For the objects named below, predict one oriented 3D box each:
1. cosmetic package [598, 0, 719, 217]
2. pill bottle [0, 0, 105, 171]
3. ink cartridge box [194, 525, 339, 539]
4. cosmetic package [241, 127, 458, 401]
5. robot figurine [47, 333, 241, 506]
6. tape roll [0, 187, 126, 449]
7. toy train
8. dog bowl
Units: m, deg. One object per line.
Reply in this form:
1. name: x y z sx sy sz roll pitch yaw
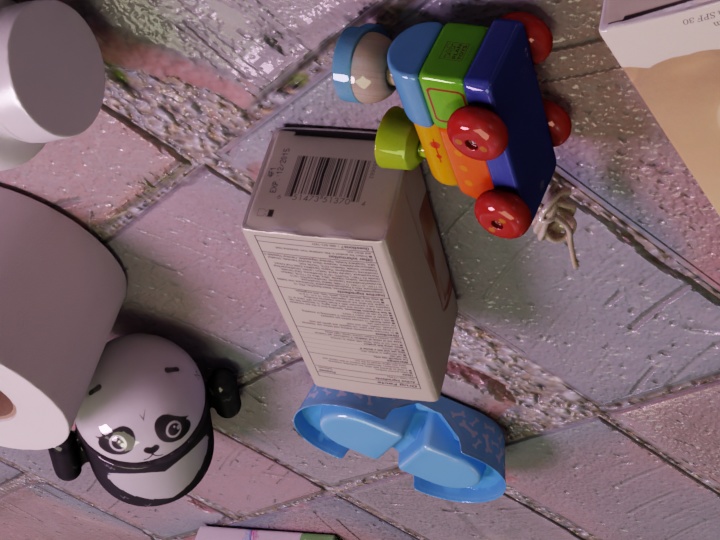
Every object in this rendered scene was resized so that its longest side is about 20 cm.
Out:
1. cosmetic package: 0.211 -0.090 0.644 0.104 0.072 0.200 -10 140 38
2. pill bottle: -0.262 -0.115 0.810 0.198 0.112 0.112 -3 144 32
3. ink cartridge box: -0.095 0.380 1.549 0.198 0.085 0.145 -2 144 30
4. cosmetic package: 0.000 0.000 0.883 0.102 0.088 0.201 6 147 17
5. robot figurine: -0.197 0.143 1.176 0.124 0.151 0.201 25 152 12
6. tape roll: -0.309 0.040 1.056 0.200 0.140 0.204 13 149 8
7. toy train: 0.060 -0.066 0.760 0.115 0.085 0.201 14 151 27
8. dog bowl: 0.040 0.142 1.130 0.198 0.050 0.112 23 149 -10
